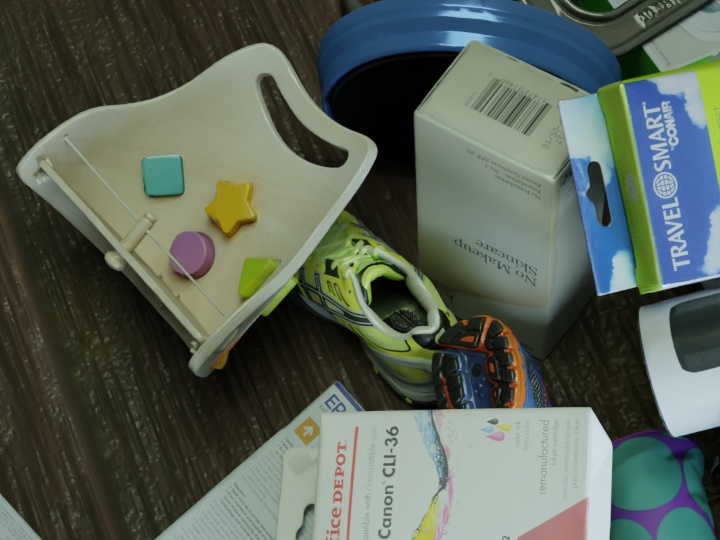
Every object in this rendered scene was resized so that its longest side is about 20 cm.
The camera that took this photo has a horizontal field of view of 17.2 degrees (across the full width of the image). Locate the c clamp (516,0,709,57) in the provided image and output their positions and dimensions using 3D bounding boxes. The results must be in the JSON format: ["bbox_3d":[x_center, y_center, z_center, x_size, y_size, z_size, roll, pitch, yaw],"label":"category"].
[{"bbox_3d":[0.158,-0.227,1.608,0.200,0.027,0.171,-27,71,-16],"label":"c clamp"}]

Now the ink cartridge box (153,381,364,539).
[{"bbox_3d":[-0.026,0.201,1.409,0.200,0.043,0.196,-40,61,-3],"label":"ink cartridge box"}]

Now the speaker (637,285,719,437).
[{"bbox_3d":[0.265,0.034,1.367,0.199,0.081,0.081,-15,54,14],"label":"speaker"}]

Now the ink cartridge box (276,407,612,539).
[{"bbox_3d":[0.038,0.143,1.351,0.199,0.068,0.117,-3,68,17],"label":"ink cartridge box"}]

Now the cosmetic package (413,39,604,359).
[{"bbox_3d":[0.094,-0.042,1.507,0.103,0.200,0.073,27,60,20],"label":"cosmetic package"}]

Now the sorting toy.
[{"bbox_3d":[-0.086,-0.050,1.539,0.180,0.107,0.200,-45,63,2],"label":"sorting toy"}]

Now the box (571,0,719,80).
[{"bbox_3d":[0.257,-0.173,1.655,0.176,0.097,0.200,-23,57,-11],"label":"box"}]

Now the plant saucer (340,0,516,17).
[{"bbox_3d":[0.064,-0.234,1.684,0.200,0.032,0.201,-22,47,25],"label":"plant saucer"}]

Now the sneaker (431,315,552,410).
[{"bbox_3d":[0.100,0.128,1.467,0.075,0.078,0.201,-16,68,32],"label":"sneaker"}]

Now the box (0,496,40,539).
[{"bbox_3d":[-0.261,0.216,1.396,0.176,0.097,0.200,-38,63,-21],"label":"box"}]

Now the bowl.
[{"bbox_3d":[0.070,-0.115,1.560,0.200,0.201,0.040,5,67,5],"label":"bowl"}]

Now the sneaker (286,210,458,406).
[{"bbox_3d":[0.000,0.000,1.556,0.075,0.076,0.200,-40,62,-21],"label":"sneaker"}]

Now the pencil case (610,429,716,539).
[{"bbox_3d":[0.184,0.194,1.412,0.092,0.085,0.200,13,49,-30],"label":"pencil case"}]

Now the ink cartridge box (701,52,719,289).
[{"bbox_3d":[0.280,-0.051,1.484,0.144,0.145,0.200,-34,96,-13],"label":"ink cartridge box"}]

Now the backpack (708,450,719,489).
[{"bbox_3d":[0.295,0.179,1.364,0.150,0.178,0.201,-8,69,-7],"label":"backpack"}]

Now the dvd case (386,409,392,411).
[{"bbox_3d":[0.019,0.202,1.424,0.149,0.016,0.200,-41,62,2],"label":"dvd case"}]

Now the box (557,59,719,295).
[{"bbox_3d":[0.224,-0.062,1.373,0.199,0.048,0.122,-12,90,-13],"label":"box"}]
